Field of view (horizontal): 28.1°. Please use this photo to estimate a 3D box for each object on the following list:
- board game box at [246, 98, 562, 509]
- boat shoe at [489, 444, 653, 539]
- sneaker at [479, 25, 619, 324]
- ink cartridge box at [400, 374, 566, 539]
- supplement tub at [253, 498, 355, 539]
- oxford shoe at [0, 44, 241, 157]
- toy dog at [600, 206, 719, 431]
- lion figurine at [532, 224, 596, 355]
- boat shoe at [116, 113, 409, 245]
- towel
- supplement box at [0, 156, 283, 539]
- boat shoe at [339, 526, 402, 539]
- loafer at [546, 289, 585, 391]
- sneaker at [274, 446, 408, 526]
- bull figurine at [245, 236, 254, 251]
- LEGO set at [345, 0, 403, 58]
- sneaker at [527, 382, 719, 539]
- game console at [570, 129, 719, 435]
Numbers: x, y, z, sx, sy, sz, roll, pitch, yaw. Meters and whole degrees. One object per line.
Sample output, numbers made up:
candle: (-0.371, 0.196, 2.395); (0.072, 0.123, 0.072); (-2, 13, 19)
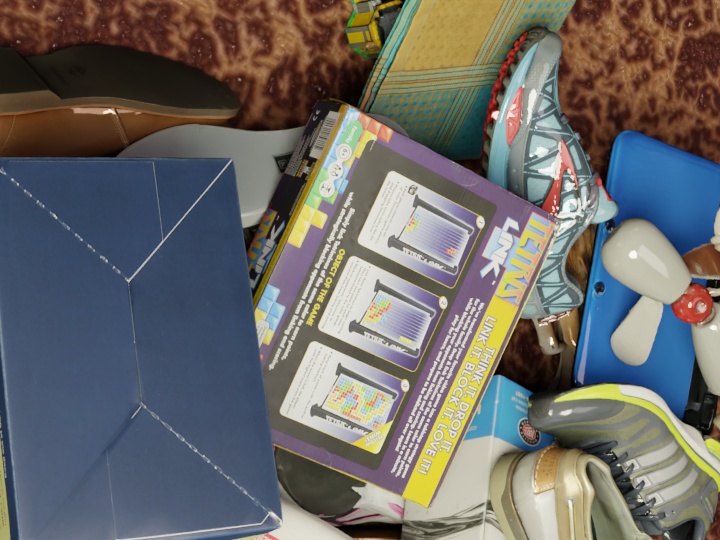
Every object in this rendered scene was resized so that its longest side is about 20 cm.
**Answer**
board game box: (0.009, 0.022, 0.876); (0.165, 0.057, 0.201); (26, 89, -25)
boat shoe: (0.155, 0.200, 0.911); (0.201, 0.068, 0.075); (58, 42, -18)
sneaker: (0.127, -0.063, 0.965); (0.095, 0.079, 0.201); (6, 110, 3)
ink cartridge box: (0.101, 0.193, 0.970); (0.146, 0.084, 0.201); (31, 57, -36)
supplement tub: (-0.066, 0.246, 0.843); (0.140, 0.140, 0.201); (41, 71, -26)
oxford shoe: (-0.169, -0.095, 0.889); (0.199, 0.071, 0.072); (-4, 127, -32)
toy dog: (0.240, 0.037, 0.983); (0.131, 0.096, 0.201); (-26, 103, -4)
lion figurine: (0.096, 0.012, 1.038); (0.199, 0.072, 0.123); (-17, 92, -23)
boat shoe: (-0.065, -0.054, 0.914); (0.198, 0.068, 0.074); (-15, 66, -25)
towel: (0.073, -0.151, 0.957); (0.146, 0.022, 0.201); (-9, 140, -37)
supplement box: (-0.150, 0.065, 0.789); (0.133, 0.200, 0.201); (-1, 73, -25)
boat shoe: (0.054, 0.218, 1.031); (0.199, 0.070, 0.071); (6, 86, -31)
loafer: (0.186, 0.058, 1.097); (0.071, 0.063, 0.202); (8, 91, -31)
sneaker: (-0.016, 0.140, 0.988); (0.199, 0.086, 0.081); (19, 61, -48)
bull figurine: (0.000, 0.000, 0.969); (0.199, 0.065, 0.122); (-18, 59, -19)
LEGO set: (0.075, -0.225, 0.973); (0.199, 0.116, 0.155); (-14, 102, -27)
sneaker: (0.184, 0.133, 0.964); (0.199, 0.074, 0.081); (29, 59, -35)
game console: (0.217, 0.017, 1.079); (0.117, 0.171, 0.201); (12, 82, 2)
